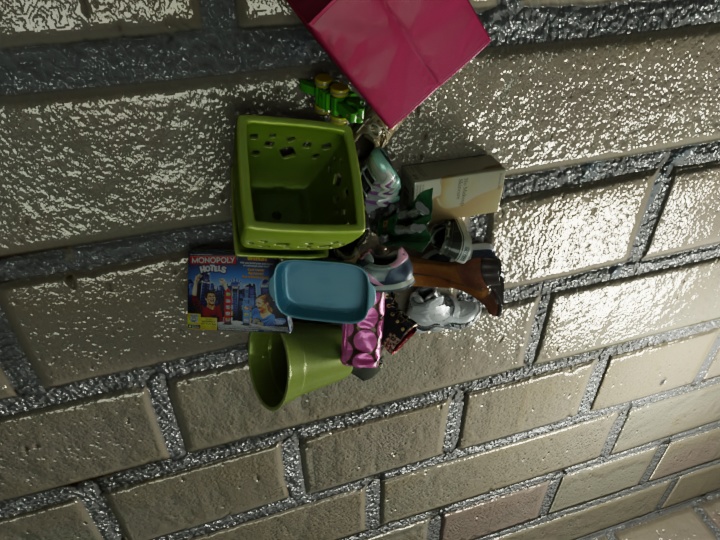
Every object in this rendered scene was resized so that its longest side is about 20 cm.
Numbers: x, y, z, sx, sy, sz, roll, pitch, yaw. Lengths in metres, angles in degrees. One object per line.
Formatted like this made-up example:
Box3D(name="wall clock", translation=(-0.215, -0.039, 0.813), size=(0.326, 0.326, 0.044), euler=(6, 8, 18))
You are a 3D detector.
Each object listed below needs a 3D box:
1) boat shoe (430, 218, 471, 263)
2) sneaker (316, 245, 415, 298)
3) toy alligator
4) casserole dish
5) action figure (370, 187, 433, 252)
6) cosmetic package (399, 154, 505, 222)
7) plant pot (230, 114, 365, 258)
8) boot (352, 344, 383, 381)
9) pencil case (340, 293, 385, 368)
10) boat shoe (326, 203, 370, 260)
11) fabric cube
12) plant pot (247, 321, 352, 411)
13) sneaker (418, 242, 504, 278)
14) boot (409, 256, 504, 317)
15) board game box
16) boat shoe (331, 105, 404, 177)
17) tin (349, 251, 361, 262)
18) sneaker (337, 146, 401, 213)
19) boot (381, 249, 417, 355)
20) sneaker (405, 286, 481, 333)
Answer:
Box3D(name="boat shoe", translation=(0.175, -0.072, 1.135), size=(0.063, 0.200, 0.071), euler=(16, 105, -6))
Box3D(name="sneaker", translation=(0.000, 0.000, 1.061), size=(0.198, 0.070, 0.083), euler=(-9, 112, 8))
Box3D(name="toy alligator", translation=(-0.021, -0.270, 0.905), size=(0.054, 0.200, 0.060), euler=(-31, 144, -31))
Box3D(name="casserole dish", translation=(-0.068, 0.032, 1.025), size=(0.198, 0.039, 0.122), euler=(5, 116, 8))
Box3D(name="action figure", translation=(0.070, -0.089, 1.084), size=(0.054, 0.200, 0.119), euler=(18, 80, -22))
Box3D(name="cosmetic package", translation=(0.184, -0.163, 1.133), size=(0.198, 0.071, 0.106), euler=(-11, 129, -13))
Box3D(name="plant pot", translation=(-0.122, -0.122, 0.944), size=(0.198, 0.201, 0.181), euler=(1, 161, -23))
Box3D(name="boot", translation=(0.040, 0.191, 1.359), size=(0.199, 0.078, 0.138), euler=(-30, 137, 21))
Box3D(name="pencil case", translation=(-0.001, 0.107, 1.166), size=(0.093, 0.090, 0.202), euler=(-9, 105, -41))
Box3D(name="boat shoe", translation=(-0.035, -0.050, 1.047), size=(0.071, 0.067, 0.201), euler=(-5, 153, -26))
Box3D(name="fabric cube", translation=(0.034, -0.377, 0.825), size=(0.200, 0.197, 0.199), euler=(-39, 129, 12))
Box3D(name="plant pot", translation=(-0.121, 0.191, 1.227), size=(0.189, 0.200, 0.201), euler=(-2, 128, -35))
Box3D(name="sneaker", translation=(0.226, 0.002, 1.247), size=(0.198, 0.109, 0.070), euler=(-9, 146, -16))
Box3D(name="boot", translation=(0.202, 0.037, 1.195), size=(0.198, 0.069, 0.189), euler=(1, 152, 20))
Box3D(name="board game box", translation=(-0.226, 0.013, 1.079), size=(0.198, 0.062, 0.202), euler=(3, 96, -2))
Box3D(name="boat shoe", translation=(0.026, -0.245, 1.010), size=(0.200, 0.065, 0.071), euler=(-43, 129, 14))
Box3D(name="tin", translation=(-0.058, -0.038, 1.157), size=(0.111, 0.042, 0.201), euler=(-19, 131, -2))
Box3D(name="sneaker", translation=(0.000, -0.142, 1.024), size=(0.139, 0.078, 0.200), euler=(-27, 164, 0))
Box3D(name="boot", translation=(0.067, 0.071, 1.208), size=(0.073, 0.151, 0.201), euler=(-8, 139, -55))
Box3D(name="sneaker", translation=(0.200, 0.082, 1.326), size=(0.198, 0.075, 0.116), euler=(-8, 132, -12))
